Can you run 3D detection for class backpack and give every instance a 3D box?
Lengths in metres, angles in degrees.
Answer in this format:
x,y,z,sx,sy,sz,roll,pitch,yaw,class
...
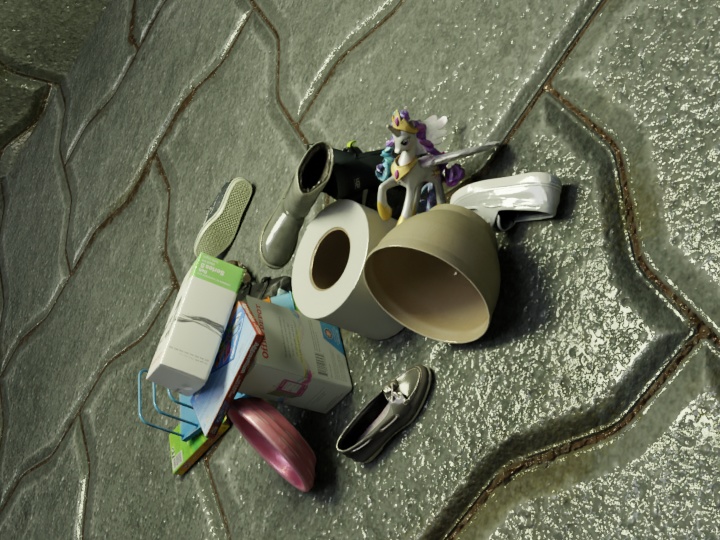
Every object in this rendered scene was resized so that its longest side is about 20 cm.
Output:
x,y,z,sx,sy,sz,roll,pitch,yaw,class
-0.178,0.132,1.778,0.162,0.154,0.201,-19,37,43,backpack

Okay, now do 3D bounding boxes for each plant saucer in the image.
x,y,z,sx,sy,sz,roll,pitch,yaw,class
-0.142,0.282,1.621,0.051,0.201,0.200,-42,30,-19,plant saucer

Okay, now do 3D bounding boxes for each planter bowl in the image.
x,y,z,sx,sy,sz,roll,pitch,yaw,class
0.122,-0.010,1.413,0.199,0.200,0.135,-13,35,49,planter bowl

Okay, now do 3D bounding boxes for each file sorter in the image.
x,y,z,sx,sy,sz,roll,pitch,yaw,class
-0.329,0.217,1.897,0.200,0.122,0.140,-36,46,28,file sorter

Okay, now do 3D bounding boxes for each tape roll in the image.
x,y,z,sx,sy,sz,roll,pitch,yaw,class
0.000,0.000,1.591,0.202,0.138,0.204,-29,51,43,tape roll

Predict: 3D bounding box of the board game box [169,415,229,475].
x,y,z,sx,sy,sz,roll,pitch,yaw,class
-0.324,0.320,1.960,0.200,0.030,0.096,-48,40,30,board game box

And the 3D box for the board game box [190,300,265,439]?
x,y,z,sx,sy,sz,roll,pitch,yaw,class
-0.217,0.160,1.565,0.201,0.019,0.103,-62,35,17,board game box

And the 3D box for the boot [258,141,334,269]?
x,y,z,sx,sy,sz,roll,pitch,yaw,class
-0.104,-0.103,1.595,0.200,0.072,0.183,157,130,-69,boot

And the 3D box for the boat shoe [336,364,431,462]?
x,y,z,sx,sy,sz,roll,pitch,yaw,class
0.035,0.223,1.503,0.200,0.057,0.067,-54,38,21,boat shoe

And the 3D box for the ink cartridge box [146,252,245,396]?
x,y,z,sx,sy,sz,roll,pitch,yaw,class
-0.273,0.092,1.603,0.145,0.083,0.201,-39,31,64,ink cartridge box

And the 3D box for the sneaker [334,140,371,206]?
x,y,z,sx,sy,sz,roll,pitch,yaw,class
-0.031,-0.134,1.746,0.071,0.082,0.202,1,74,53,sneaker

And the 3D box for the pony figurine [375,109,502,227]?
x,y,z,sx,sy,sz,roll,pitch,yaw,class
0.103,-0.160,1.510,0.166,0.192,0.202,23,120,41,pony figurine

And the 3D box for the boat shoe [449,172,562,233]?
x,y,z,sx,sy,sz,roll,pitch,yaw,class
0.210,-0.091,1.426,0.199,0.072,0.069,-7,68,42,boat shoe

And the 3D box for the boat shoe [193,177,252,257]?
x,y,z,sx,sy,sz,roll,pitch,yaw,class
-0.302,-0.114,2.111,0.201,0.074,0.062,-62,31,2,boat shoe

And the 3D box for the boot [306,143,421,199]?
x,y,z,sx,sy,sz,roll,pitch,yaw,class
0.009,-0.178,1.659,0.200,0.167,0.077,-137,40,-62,boot

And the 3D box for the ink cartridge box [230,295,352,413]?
x,y,z,sx,sy,sz,roll,pitch,yaw,class
-0.126,0.143,1.635,0.085,0.199,0.145,-44,42,31,ink cartridge box

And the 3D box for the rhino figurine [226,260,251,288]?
x,y,z,sx,sy,sz,roll,pitch,yaw,class
-0.292,0.065,2.015,0.201,0.059,0.088,-58,23,18,rhino figurine

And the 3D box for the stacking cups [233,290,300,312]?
x,y,z,sx,sy,sz,roll,pitch,yaw,class
-0.135,0.070,1.696,0.060,0.198,0.061,165,90,-82,stacking cups
